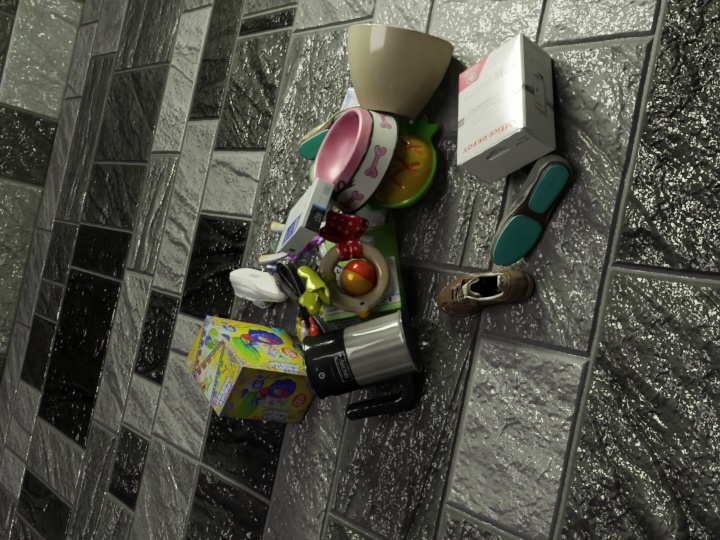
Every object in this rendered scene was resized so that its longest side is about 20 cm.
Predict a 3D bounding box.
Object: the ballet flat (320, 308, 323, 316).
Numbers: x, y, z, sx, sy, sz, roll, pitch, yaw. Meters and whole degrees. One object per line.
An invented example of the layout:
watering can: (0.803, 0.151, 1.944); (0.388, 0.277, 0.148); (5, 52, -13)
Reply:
ballet flat: (-0.036, 0.078, 1.714); (0.200, 0.067, 0.067); (1, 89, 53)

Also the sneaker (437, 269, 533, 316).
sneaker: (0.188, 0.029, 1.450); (0.200, 0.075, 0.071); (-18, 67, 47)

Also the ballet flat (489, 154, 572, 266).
ballet flat: (0.272, -0.097, 1.408); (0.200, 0.067, 0.064); (-60, 14, 19)

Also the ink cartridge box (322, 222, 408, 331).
ink cartridge box: (0.000, 0.000, 1.633); (0.148, 0.076, 0.200); (-11, 68, 9)

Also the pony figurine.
pony figurine: (-0.108, -0.053, 1.780); (0.200, 0.167, 0.193); (-17, 40, 31)

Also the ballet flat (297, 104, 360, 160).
ballet flat: (-0.042, -0.293, 1.786); (0.200, 0.071, 0.065); (-22, 25, 24)

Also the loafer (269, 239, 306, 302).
loafer: (-0.155, 0.013, 1.888); (0.063, 0.072, 0.200); (-68, 30, 30)

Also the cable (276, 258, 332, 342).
cable: (-0.112, 0.075, 1.699); (0.097, 0.050, 0.200); (9, 129, 54)

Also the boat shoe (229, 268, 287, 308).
boat shoe: (-0.224, 0.048, 1.961); (0.200, 0.072, 0.069); (12, 118, 41)

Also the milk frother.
milk frother: (0.013, 0.151, 1.594); (0.188, 0.181, 0.200); (-16, 29, 11)

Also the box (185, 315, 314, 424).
box: (-0.220, 0.206, 1.798); (0.193, 0.200, 0.122); (44, 113, 46)

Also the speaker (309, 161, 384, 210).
speaker: (-0.020, -0.177, 1.753); (0.200, 0.088, 0.089); (24, 99, 51)

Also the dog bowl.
dog bowl: (-0.016, -0.208, 1.602); (0.200, 0.074, 0.200); (-45, 33, 39)

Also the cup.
cup: (0.064, -0.360, 1.624); (0.200, 0.200, 0.144); (14, 96, 51)

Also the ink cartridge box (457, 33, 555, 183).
ink cartridge box: (0.237, -0.263, 1.440); (0.146, 0.083, 0.200); (-27, 48, 43)

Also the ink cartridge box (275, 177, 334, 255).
ink cartridge box: (-0.103, -0.090, 1.593); (0.200, 0.039, 0.100); (147, 142, -68)

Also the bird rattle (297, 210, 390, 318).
bird rattle: (-0.024, -0.002, 1.561); (0.200, 0.163, 0.113); (-59, 1, -25)

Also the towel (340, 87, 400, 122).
towel: (0.009, -0.291, 1.802); (0.200, 0.024, 0.147); (34, 107, 49)

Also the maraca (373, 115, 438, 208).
maraca: (0.082, -0.203, 1.625); (0.137, 0.107, 0.200); (-1, 61, 27)
